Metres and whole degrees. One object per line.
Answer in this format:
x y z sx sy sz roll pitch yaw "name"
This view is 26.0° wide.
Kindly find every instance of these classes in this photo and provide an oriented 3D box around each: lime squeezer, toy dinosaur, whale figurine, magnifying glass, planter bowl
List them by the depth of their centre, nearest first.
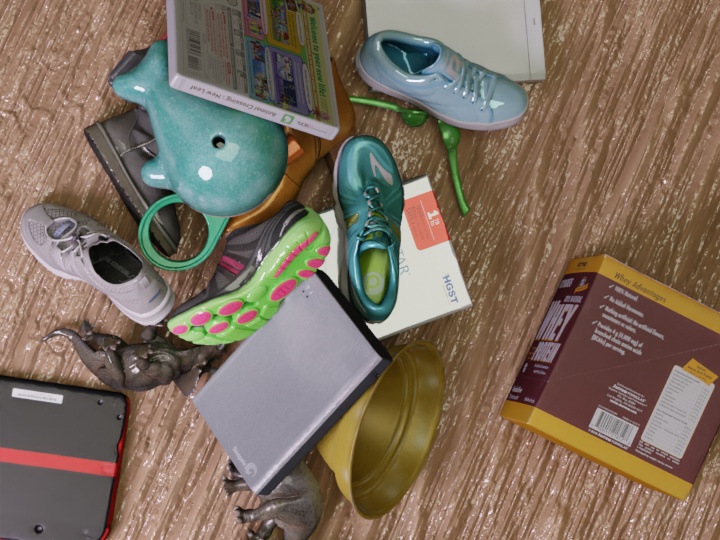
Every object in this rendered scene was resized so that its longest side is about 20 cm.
-0.164 -0.147 1.576 0.159 0.104 0.200 -42 86 -4 "whale figurine"
-0.146 -0.074 1.637 0.200 0.022 0.080 -36 99 2 "magnifying glass"
-0.244 0.098 1.662 0.200 0.102 0.077 -5 46 6 "toy dinosaur"
0.007 0.159 1.672 0.083 0.200 0.201 17 85 26 "planter bowl"
-0.085 0.238 1.677 0.102 0.077 0.200 -19 87 6 "toy dinosaur"
0.065 -0.154 1.743 0.200 0.038 0.071 40 115 -6 "lime squeezer"

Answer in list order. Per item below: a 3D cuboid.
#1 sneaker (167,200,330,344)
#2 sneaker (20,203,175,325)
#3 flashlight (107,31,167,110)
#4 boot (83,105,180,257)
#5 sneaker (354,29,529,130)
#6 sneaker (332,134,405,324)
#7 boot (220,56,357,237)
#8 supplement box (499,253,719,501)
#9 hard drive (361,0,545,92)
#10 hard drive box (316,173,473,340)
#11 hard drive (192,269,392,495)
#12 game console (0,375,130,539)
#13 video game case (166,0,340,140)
-0.117 0.004 1.621 0.200 0.084 0.077 -37 135 9 "sneaker"
-0.278 -0.024 1.634 0.200 0.082 0.075 29 67 21 "sneaker"
-0.191 -0.264 1.673 0.068 0.068 0.200 42 75 -6 "flashlight"
-0.176 -0.136 1.692 0.200 0.073 0.182 -30 95 -14 "boot"
0.094 -0.207 1.688 0.200 0.082 0.074 15 78 -8 "sneaker"
0.016 -0.044 1.627 0.077 0.080 0.200 -5 89 -8 "sneaker"
-0.096 -0.136 1.673 0.201 0.071 0.144 -30 119 -18 "boot"
0.292 0.115 1.712 0.197 0.133 0.200 26 85 -6 "supplement box"
0.104 -0.272 1.749 0.200 0.027 0.132 -5 89 -8 "hard drive"
0.000 0.000 1.703 0.200 0.077 0.156 -21 92 -8 "hard drive box"
-0.073 0.115 1.613 0.200 0.033 0.140 -48 56 14 "hard drive"
-0.358 0.206 1.674 0.200 0.031 0.177 9 83 -8 "game console"
-0.113 -0.232 1.596 0.182 0.022 0.200 16 43 -25 "video game case"
